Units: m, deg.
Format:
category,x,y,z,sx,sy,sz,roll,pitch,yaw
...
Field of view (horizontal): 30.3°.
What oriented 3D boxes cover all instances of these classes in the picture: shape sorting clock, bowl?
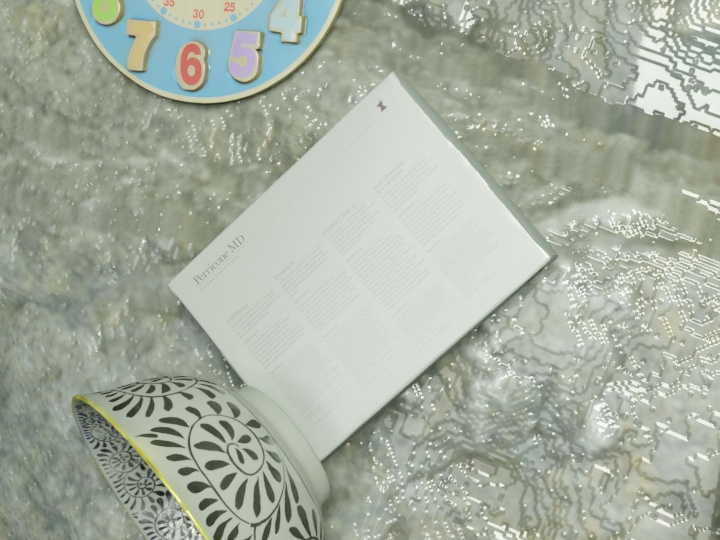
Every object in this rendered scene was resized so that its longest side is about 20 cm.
category,x,y,z,sx,sy,sz,roll,pitch,yaw
shape sorting clock,-0.101,-0.210,0.866,0.198,0.039,0.202,0,90,15
bowl,-0.081,0.132,0.811,0.094,0.201,0.201,-37,80,-21

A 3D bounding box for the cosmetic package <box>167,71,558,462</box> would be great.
category,x,y,z,sx,sy,sz,roll,pitch,yaw
cosmetic package,0.000,0.000,0.834,0.200,0.052,0.151,-42,83,12
